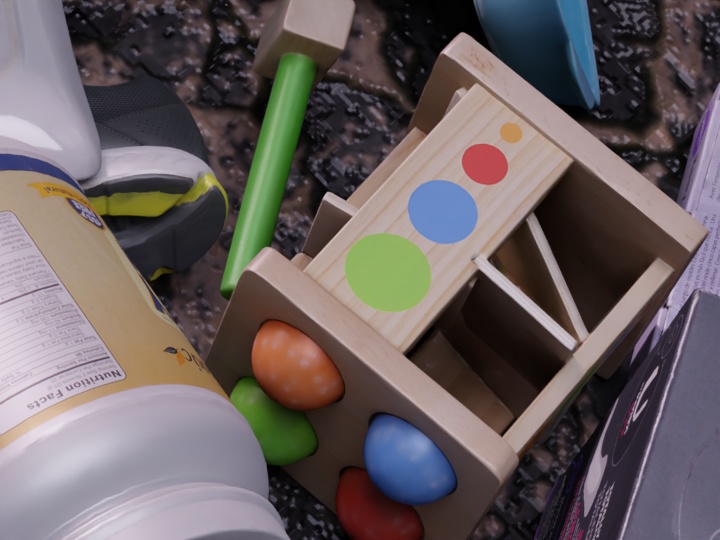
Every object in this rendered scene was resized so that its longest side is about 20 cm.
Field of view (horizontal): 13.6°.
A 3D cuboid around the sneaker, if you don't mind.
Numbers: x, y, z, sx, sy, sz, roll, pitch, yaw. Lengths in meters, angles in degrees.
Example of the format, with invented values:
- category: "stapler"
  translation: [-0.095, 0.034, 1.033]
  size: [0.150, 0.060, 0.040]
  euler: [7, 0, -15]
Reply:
- category: "sneaker"
  translation: [-0.155, -0.035, 1.204]
  size: [0.199, 0.075, 0.085]
  euler: [0, 40, -8]

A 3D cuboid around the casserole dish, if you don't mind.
- category: "casserole dish"
  translation: [0.066, -0.159, 1.287]
  size: [0.039, 0.121, 0.201]
  euler: [-12, 65, 11]

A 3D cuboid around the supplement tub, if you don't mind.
- category: "supplement tub"
  translation: [-0.121, 0.064, 1.079]
  size: [0.144, 0.145, 0.200]
  euler: [-23, 56, -22]

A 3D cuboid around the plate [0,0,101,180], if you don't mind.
- category: "plate"
  translation: [-0.212, -0.103, 1.192]
  size: [0.199, 0.032, 0.200]
  euler: [-3, 41, -14]

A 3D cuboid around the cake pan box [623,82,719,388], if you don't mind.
- category: "cake pan box"
  translation: [0.209, 0.032, 1.259]
  size: [0.183, 0.052, 0.201]
  euler: [20, 62, -5]

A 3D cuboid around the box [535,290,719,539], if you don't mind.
- category: "box"
  translation: [0.126, 0.115, 1.105]
  size: [0.106, 0.200, 0.123]
  euler: [21, 62, -2]

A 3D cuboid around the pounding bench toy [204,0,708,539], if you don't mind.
- category: "pounding bench toy"
  translation: [0.000, 0.000, 1.182]
  size: [0.200, 0.124, 0.156]
  euler: [40, 63, 8]
